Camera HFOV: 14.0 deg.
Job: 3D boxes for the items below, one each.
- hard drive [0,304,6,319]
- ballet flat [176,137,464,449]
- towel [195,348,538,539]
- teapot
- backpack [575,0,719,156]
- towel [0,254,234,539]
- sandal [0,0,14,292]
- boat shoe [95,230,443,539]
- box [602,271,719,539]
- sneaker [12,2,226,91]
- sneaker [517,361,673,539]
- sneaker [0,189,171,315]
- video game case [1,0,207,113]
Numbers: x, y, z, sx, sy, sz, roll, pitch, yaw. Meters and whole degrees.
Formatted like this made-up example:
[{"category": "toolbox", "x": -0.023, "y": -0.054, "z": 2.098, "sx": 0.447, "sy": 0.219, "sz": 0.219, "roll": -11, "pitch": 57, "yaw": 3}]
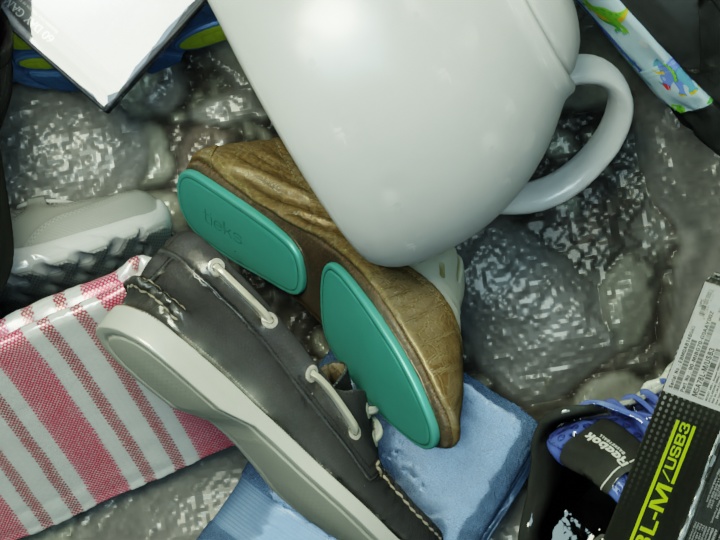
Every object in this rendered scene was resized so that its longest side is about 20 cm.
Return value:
[{"category": "hard drive", "x": -0.254, "y": 0.054, "z": 1.321, "sx": 0.200, "sy": 0.140, "sz": 0.033, "roll": -12, "pitch": 56, "yaw": 3}, {"category": "ballet flat", "x": 0.000, "y": 0.000, "z": 1.315, "sx": 0.072, "sy": 0.068, "sz": 0.200, "roll": -28, "pitch": 49, "yaw": -26}, {"category": "towel", "x": -0.010, "y": 0.126, "z": 1.345, "sx": 0.112, "sy": 0.049, "sz": 0.200, "roll": 34, "pitch": 91, "yaw": 4}, {"category": "teapot", "x": 0.029, "y": -0.106, "z": 1.240, "sx": 0.146, "sy": 0.200, "sz": 0.198, "roll": -29, "pitch": 92, "yaw": 5}, {"category": "backpack", "x": 0.135, "y": -0.178, "z": 1.309, "sx": 0.200, "sy": 0.154, "sz": 0.163, "roll": 39, "pitch": 91, "yaw": -22}, {"category": "towel", "x": -0.158, "y": 0.068, "z": 1.316, "sx": 0.200, "sy": 0.146, "sz": 0.030, "roll": -23, "pitch": 55, "yaw": 1}, {"category": "sandal", "x": -0.182, "y": -0.073, "z": 1.276, "sx": 0.075, "sy": 0.048, "sz": 0.201, "roll": -8, "pitch": 73, "yaw": 17}, {"category": "boat shoe", "x": -0.026, "y": 0.062, "z": 1.266, "sx": 0.200, "sy": 0.074, "sz": 0.060, "roll": 42, "pitch": 72, "yaw": -22}, {"category": "box", "x": 0.186, "y": 0.123, "z": 1.274, "sx": 0.047, "sy": 0.193, "sz": 0.200, "roll": 20, "pitch": 89, "yaw": 45}, {"category": "sneaker", "x": -0.101, "y": -0.141, "z": 1.360, "sx": 0.199, "sy": 0.071, "sz": 0.083, "roll": -18, "pitch": 68, "yaw": 4}, {"category": "sneaker", "x": 0.140, "y": 0.078, "z": 1.295, "sx": 0.081, "sy": 0.115, "sz": 0.199, "roll": 42, "pitch": 90, "yaw": 24}, {"category": "sneaker", "x": -0.187, "y": -0.017, "z": 1.349, "sx": 0.200, "sy": 0.075, "sz": 0.082, "roll": -11, "pitch": 69, "yaw": -5}, {"category": "video game case", "x": -0.100, "y": -0.191, "z": 1.314, "sx": 0.143, "sy": 0.019, "sz": 0.200, "roll": 41, "pitch": 88, "yaw": 4}]
